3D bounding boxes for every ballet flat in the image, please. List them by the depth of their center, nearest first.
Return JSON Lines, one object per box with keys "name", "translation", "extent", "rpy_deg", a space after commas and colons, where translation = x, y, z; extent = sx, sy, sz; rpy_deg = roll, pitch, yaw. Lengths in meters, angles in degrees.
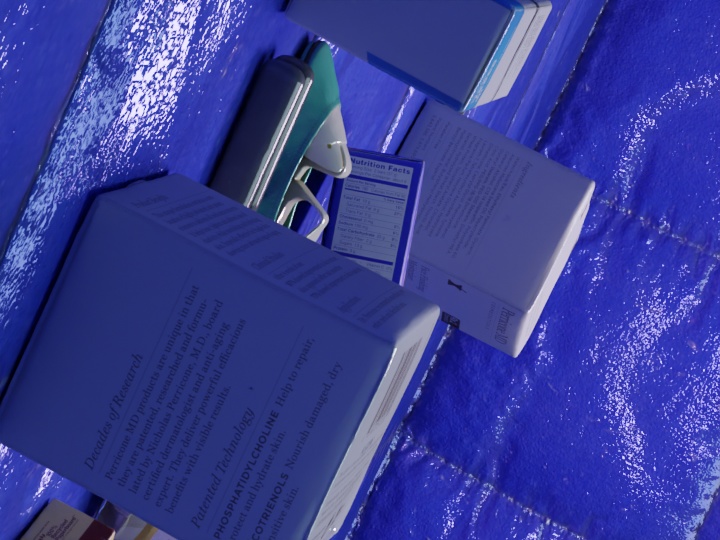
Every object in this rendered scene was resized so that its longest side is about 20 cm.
{"name": "ballet flat", "translation": [-0.046, -0.068, 1.629], "extent": [0.201, 0.070, 0.067], "rpy_deg": [-65, 172, 9]}

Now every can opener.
{"name": "can opener", "translation": [-0.072, -0.048, 1.541], "extent": [0.201, 0.066, 0.053], "rpy_deg": [-65, 172, 15]}

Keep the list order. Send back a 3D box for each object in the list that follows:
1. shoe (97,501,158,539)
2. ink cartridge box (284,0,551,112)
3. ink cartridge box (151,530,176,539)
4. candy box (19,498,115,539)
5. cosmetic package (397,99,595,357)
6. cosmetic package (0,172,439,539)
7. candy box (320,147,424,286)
{"name": "shoe", "translation": [-0.155, 0.129, 1.676], "extent": [0.201, 0.053, 0.070], "rpy_deg": [-59, -155, 1]}
{"name": "ink cartridge box", "translation": [0.045, -0.186, 1.567], "extent": [0.084, 0.144, 0.200], "rpy_deg": [-64, 172, 12]}
{"name": "ink cartridge box", "translation": [-0.147, 0.284, 1.854], "extent": [0.148, 0.144, 0.200], "rpy_deg": [-65, 172, 19]}
{"name": "candy box", "translation": [-0.240, 0.272, 1.542], "extent": [0.117, 0.056, 0.201], "rpy_deg": [-54, 169, -53]}
{"name": "cosmetic package", "translation": [0.119, -0.042, 2.314], "extent": [0.166, 0.199, 0.165], "rpy_deg": [-60, 171, -16]}
{"name": "cosmetic package", "translation": [-0.082, 0.061, 1.342], "extent": [0.167, 0.199, 0.167], "rpy_deg": [-65, 172, 12]}
{"name": "candy box", "translation": [0.000, 0.000, 1.871], "extent": [0.169, 0.076, 0.202], "rpy_deg": [-165, -93, -89]}
